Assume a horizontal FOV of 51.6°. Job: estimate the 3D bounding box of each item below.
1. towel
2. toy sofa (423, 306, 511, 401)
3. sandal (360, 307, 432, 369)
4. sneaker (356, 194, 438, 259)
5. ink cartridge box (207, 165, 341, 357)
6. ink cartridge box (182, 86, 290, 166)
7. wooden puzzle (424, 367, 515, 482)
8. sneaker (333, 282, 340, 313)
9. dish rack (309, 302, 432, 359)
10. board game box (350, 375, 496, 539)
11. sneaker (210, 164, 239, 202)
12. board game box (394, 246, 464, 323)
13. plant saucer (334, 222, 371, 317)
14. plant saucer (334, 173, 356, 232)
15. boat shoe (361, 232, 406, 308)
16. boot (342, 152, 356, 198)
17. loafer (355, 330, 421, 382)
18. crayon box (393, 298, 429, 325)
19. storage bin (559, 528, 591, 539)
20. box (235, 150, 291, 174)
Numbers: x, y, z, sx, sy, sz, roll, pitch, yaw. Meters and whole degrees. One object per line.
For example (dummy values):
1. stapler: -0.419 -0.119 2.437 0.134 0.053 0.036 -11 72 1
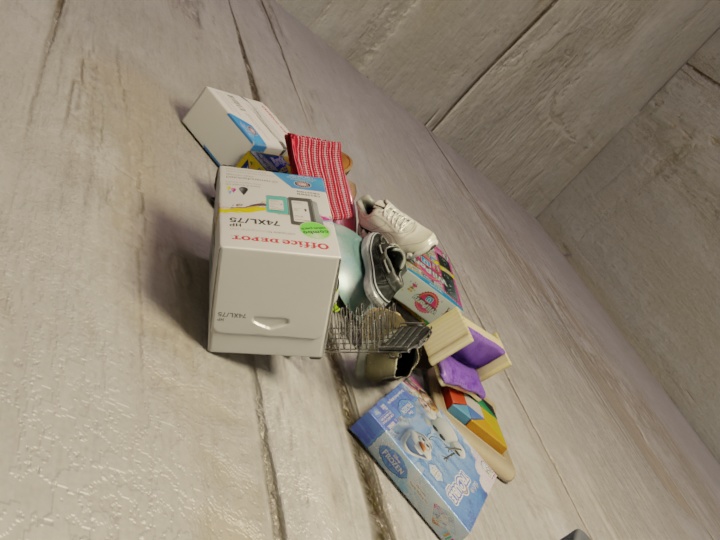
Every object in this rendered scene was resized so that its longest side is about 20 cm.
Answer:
1. towel: -0.067 -0.159 1.285 0.199 0.022 0.149 -13 93 -67
2. toy sofa: 0.183 0.144 1.244 0.199 0.082 0.099 31 31 -55
3. sandal: 0.050 0.107 1.243 0.210 0.079 0.069 30 2 -43
4. sneaker: 0.058 -0.081 1.352 0.198 0.074 0.083 24 -43 44
5. ink cartridge box: -0.114 -0.013 0.933 0.142 0.149 0.202 5 32 -14
6. ink cartridge box: -0.211 -0.247 1.381 0.145 0.084 0.199 49 20 13
7. wooden puzzle: 0.187 0.242 1.273 0.184 0.037 0.201 40 20 -16
8. sneaker: -0.094 -0.005 1.192 0.201 0.071 0.084 54 -13 36
9. dish rack: -0.001 0.078 1.027 0.153 0.194 0.056 -34 121 -71
10. board game box: 0.095 0.257 1.041 0.200 0.043 0.199 49 19 9
11. sneaker: -0.182 -0.092 1.146 0.112 0.077 0.202 25 30 -20
12. board game box: 0.114 0.006 1.415 0.146 0.064 0.202 36 25 -22
13. plant saucer: 0.000 0.000 1.287 0.202 0.038 0.203 53 21 -30
14. plant saucer: -0.069 -0.117 1.350 0.200 0.050 0.206 38 47 -56
15. boat shoe: 0.047 -0.009 1.249 0.073 0.070 0.202 52 18 -27
16. boot: -0.093 -0.233 1.642 0.153 0.077 0.203 28 32 -30
17. loafer: 0.057 0.138 1.123 0.068 0.078 0.199 10 6 23
18. crayon box: 0.119 0.046 1.514 0.199 0.051 0.128 40 20 -16
19. storage bin: 0.275 0.429 0.920 0.201 0.134 0.145 49 20 12
20. box: -0.154 -0.163 1.349 0.065 0.070 0.199 49 19 13
